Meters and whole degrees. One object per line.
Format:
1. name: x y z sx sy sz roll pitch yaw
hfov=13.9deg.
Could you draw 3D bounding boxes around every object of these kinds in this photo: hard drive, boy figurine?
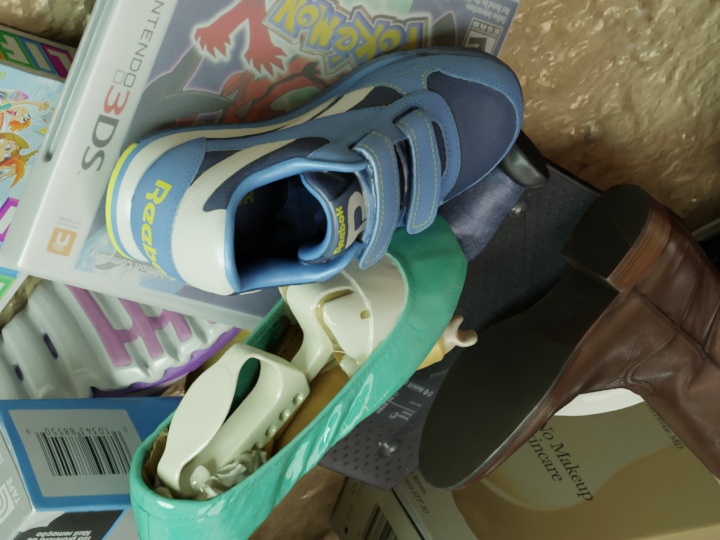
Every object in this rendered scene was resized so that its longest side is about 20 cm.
1. hard drive: 0.038 0.019 1.482 0.200 0.042 0.135 -47 142 15
2. boy figurine: 0.000 0.000 1.385 0.200 0.124 0.064 -45 -173 12

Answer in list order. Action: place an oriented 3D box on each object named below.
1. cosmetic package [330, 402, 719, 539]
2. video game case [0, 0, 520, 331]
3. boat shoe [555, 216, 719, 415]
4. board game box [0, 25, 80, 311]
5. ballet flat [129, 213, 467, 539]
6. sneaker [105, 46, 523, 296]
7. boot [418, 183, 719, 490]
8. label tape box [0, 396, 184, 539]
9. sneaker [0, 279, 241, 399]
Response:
1. cosmetic package: 0.097 0.137 1.609 0.199 0.105 0.071 -8 138 -33
2. video game case: -0.040 -0.065 1.277 0.199 0.023 0.183 15 102 -38
3. boat shoe: 0.171 0.010 1.557 0.199 0.072 0.069 -22 124 -8
4. board game box: -0.199 -0.020 1.266 0.134 0.034 0.200 14 123 -45
5. ballet flat: -0.026 0.042 1.261 0.200 0.067 0.071 -49 150 -14
6. sneaker: -0.005 -0.036 1.247 0.199 0.082 0.074 -22 119 -26
7. boot: 0.144 0.072 1.503 0.187 0.064 0.200 -49 134 4
8. label tape box: -0.148 0.141 1.350 0.143 0.066 0.200 1 139 -43
9. sneaker: -0.125 0.049 1.371 0.200 0.081 0.088 -34 149 10
